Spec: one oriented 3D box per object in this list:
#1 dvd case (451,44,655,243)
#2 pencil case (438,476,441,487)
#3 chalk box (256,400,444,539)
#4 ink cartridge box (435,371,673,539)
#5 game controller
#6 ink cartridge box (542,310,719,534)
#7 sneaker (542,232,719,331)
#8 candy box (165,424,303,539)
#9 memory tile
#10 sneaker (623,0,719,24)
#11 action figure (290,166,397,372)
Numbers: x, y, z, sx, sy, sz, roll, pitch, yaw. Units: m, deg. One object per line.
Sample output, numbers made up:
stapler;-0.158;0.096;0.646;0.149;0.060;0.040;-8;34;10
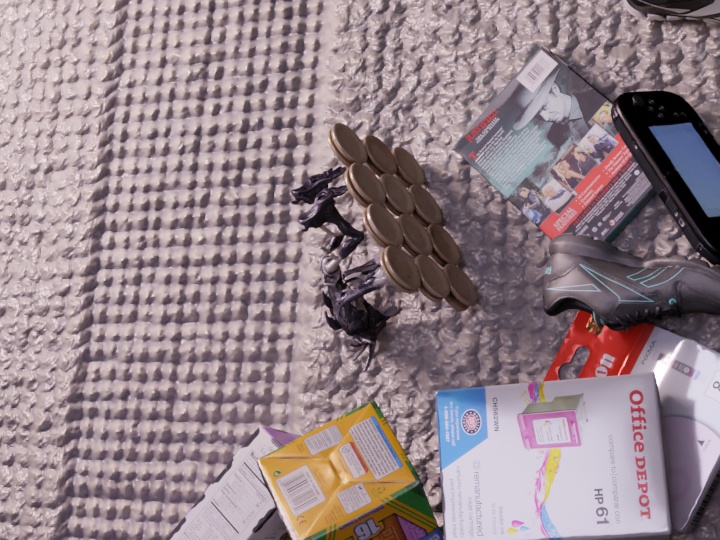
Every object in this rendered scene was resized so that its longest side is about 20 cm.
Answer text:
dvd case;0.206;-0.117;1.437;0.146;0.022;0.200;-49;62;7
pencil case;0.139;0.274;1.329;0.085;0.092;0.201;-43;57;54
chalk box;0.007;0.246;1.295;0.124;0.200;0.125;-27;39;-6
ink cartridge box;0.174;0.174;1.262;0.199;0.085;0.145;-6;72;9
game controller;0.315;-0.090;1.332;0.200;0.104;0.042;63;148;25
ink cartridge box;0.257;0.130;1.330;0.200;0.057;0.163;27;90;25
sneaker;0.265;0.024;1.331;0.199;0.075;0.080;12;73;28
candy box;-0.101;0.258;1.408;0.072;0.168;0.200;42;97;27
memory tile;0.042;-0.053;1.428;0.017;0.153;0.200;-37;61;27
sneaker;0.339;-0.277;1.370;0.199;0.090;0.067;7;84;29
action figure;0.000;0.000;1.449;0.102;0.201;0.119;-21;22;-4
